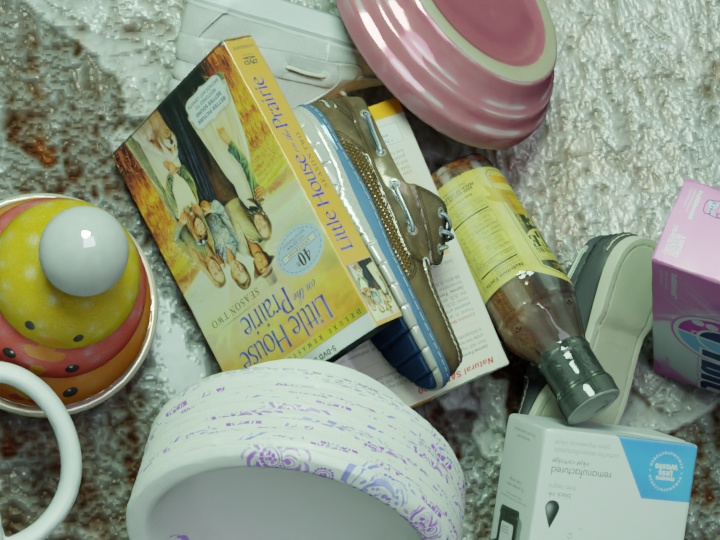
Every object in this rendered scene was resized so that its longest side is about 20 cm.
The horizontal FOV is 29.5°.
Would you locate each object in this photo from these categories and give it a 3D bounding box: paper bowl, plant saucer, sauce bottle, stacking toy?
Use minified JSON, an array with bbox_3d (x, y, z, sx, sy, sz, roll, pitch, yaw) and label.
[{"bbox_3d":[-0.035,0.134,0.836,0.200,0.201,0.105,23,44,-12],"label":"paper bowl"},{"bbox_3d":[0.069,-0.183,0.965,0.200,0.051,0.202,24,48,-30],"label":"plant saucer"},{"bbox_3d":[0.110,0.012,0.941,0.066,0.066,0.201,-19,64,-21],"label":"sauce bottle"},{"bbox_3d":[-0.178,0.004,0.807,0.145,0.200,0.147,4,76,-17],"label":"stacking toy"}]

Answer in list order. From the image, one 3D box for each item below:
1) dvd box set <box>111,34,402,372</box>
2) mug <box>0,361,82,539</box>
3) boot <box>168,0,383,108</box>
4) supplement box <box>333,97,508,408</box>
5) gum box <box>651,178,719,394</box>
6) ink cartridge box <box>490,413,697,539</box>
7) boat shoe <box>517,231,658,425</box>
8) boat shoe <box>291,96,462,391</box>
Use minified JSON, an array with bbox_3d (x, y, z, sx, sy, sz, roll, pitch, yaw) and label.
[{"bbox_3d":[-0.072,-0.025,0.872,0.029,0.146,0.201,-20,79,-47],"label":"dvd box set"},{"bbox_3d":[-0.258,0.128,0.781,0.199,0.148,0.176,-24,96,-15],"label":"mug"},{"bbox_3d":[-0.039,-0.135,0.964,0.199,0.074,0.096,13,101,-26],"label":"boot"},{"bbox_3d":[0.000,0.000,0.936,0.125,0.073,0.201,-20,85,-21],"label":"supplement box"},{"bbox_3d":[0.266,0.028,0.947,0.113,0.200,0.066,20,69,21],"label":"gum box"},{"bbox_3d":[0.148,0.205,0.921,0.115,0.068,0.202,8,91,-17],"label":"ink cartridge box"},{"bbox_3d":[0.154,0.065,0.984,0.072,0.063,0.201,25,89,-30],"label":"boat shoe"},{"bbox_3d":[0.021,-0.023,0.869,0.072,0.072,0.201,-26,88,-24],"label":"boat shoe"}]
